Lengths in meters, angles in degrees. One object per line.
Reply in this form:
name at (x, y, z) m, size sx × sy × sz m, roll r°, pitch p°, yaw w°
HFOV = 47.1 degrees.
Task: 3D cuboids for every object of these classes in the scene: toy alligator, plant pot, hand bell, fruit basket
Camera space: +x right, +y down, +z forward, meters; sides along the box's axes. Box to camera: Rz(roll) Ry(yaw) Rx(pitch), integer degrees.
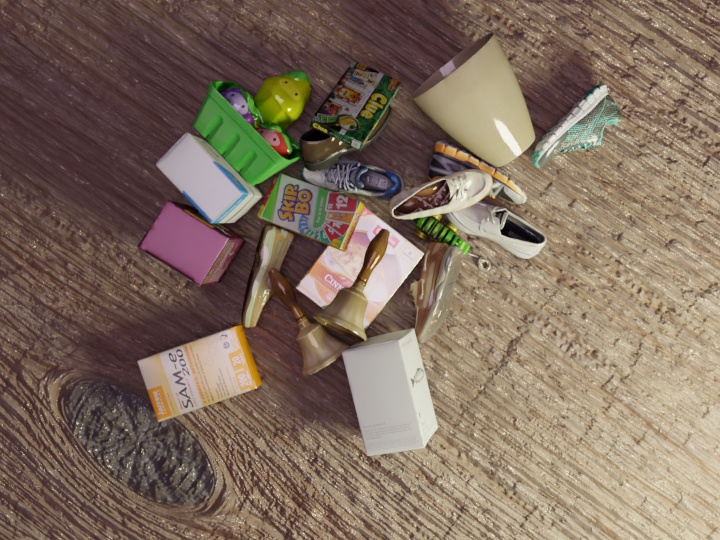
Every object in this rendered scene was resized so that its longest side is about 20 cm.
toy alligator at (0.168, -0.060, 1.567) m, size 0.200 × 0.054 × 0.059 m, roll 34°, pitch 92°, yaw 0°
plant pot at (0.225, -0.295, 1.513) m, size 0.187 × 0.187 × 0.200 m, roll -39°, pitch 103°, yaw 1°
hand bell at (0.002, 0.015, 1.486) m, size 0.104 × 0.104 × 0.201 m, roll 25°, pitch 79°, yaw 0°
hand bell at (-0.115, 0.085, 1.540) m, size 0.104 × 0.104 × 0.200 m, roll -31°, pitch 96°, yaw 1°
fruit basket at (-0.176, -0.288, 1.533) m, size 0.215 × 0.156 × 0.216 m, roll 3°, pitch 104°, yaw 12°

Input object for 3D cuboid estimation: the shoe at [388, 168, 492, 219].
shoe at (0.146, -0.134, 1.513) m, size 0.199 × 0.053 × 0.070 m, roll -17°, pitch 97°, yaw 11°

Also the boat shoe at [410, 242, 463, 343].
boat shoe at (0.133, 0.039, 1.563) m, size 0.072 × 0.076 × 0.201 m, roll 24°, pitch 105°, yaw 26°

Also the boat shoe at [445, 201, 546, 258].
boat shoe at (0.255, -0.089, 1.549) m, size 0.200 × 0.066 × 0.072 m, roll 31°, pitch 65°, yaw 0°

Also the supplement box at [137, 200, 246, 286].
supplement box at (-0.301, -0.049, 1.503) m, size 0.131 × 0.200 × 0.103 m, roll 33°, pitch 92°, yaw -1°

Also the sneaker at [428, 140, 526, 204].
sneaker at (0.219, -0.171, 1.561) m, size 0.200 × 0.078 × 0.077 m, roll 28°, pitch 104°, yaw 4°

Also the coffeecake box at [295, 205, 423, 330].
coffeecake box at (0.000, 0.000, 1.562) m, size 0.153 × 0.073 × 0.200 m, roll 38°, pitch 91°, yaw 1°

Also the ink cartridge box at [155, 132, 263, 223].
ink cartridge box at (-0.269, -0.162, 1.502) m, size 0.084 × 0.200 × 0.146 m, roll -44°, pitch 90°, yaw 4°

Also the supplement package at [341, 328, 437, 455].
supplement package at (0.056, 0.223, 1.529) m, size 0.117 × 0.117 × 0.201 m, roll -13°, pitch 93°, yaw 19°

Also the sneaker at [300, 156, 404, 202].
sneaker at (-0.015, -0.179, 1.553) m, size 0.199 × 0.085 × 0.077 m, roll 7°, pitch 91°, yaw 2°

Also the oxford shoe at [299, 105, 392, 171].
oxford shoe at (-0.026, -0.267, 1.536) m, size 0.200 × 0.085 × 0.073 m, roll -35°, pitch 46°, yaw -15°

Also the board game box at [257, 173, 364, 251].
board game box at (-0.099, -0.113, 1.547) m, size 0.200 × 0.030 × 0.096 m, roll 21°, pitch 84°, yaw 26°

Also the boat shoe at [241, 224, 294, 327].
boat shoe at (-0.172, 0.017, 1.572) m, size 0.076 × 0.072 × 0.201 m, roll 15°, pitch 93°, yaw -15°

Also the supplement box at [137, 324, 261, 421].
supplement box at (-0.304, 0.194, 1.570) m, size 0.199 × 0.074 × 0.126 m, roll -20°, pitch 90°, yaw 2°

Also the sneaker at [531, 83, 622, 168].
sneaker at (0.411, -0.255, 1.552) m, size 0.200 × 0.078 × 0.091 m, roll -44°, pitch 94°, yaw 3°

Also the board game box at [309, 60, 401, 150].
board game box at (-0.006, -0.307, 1.519) m, size 0.105 × 0.023 × 0.200 m, roll 27°, pitch 51°, yaw 2°
